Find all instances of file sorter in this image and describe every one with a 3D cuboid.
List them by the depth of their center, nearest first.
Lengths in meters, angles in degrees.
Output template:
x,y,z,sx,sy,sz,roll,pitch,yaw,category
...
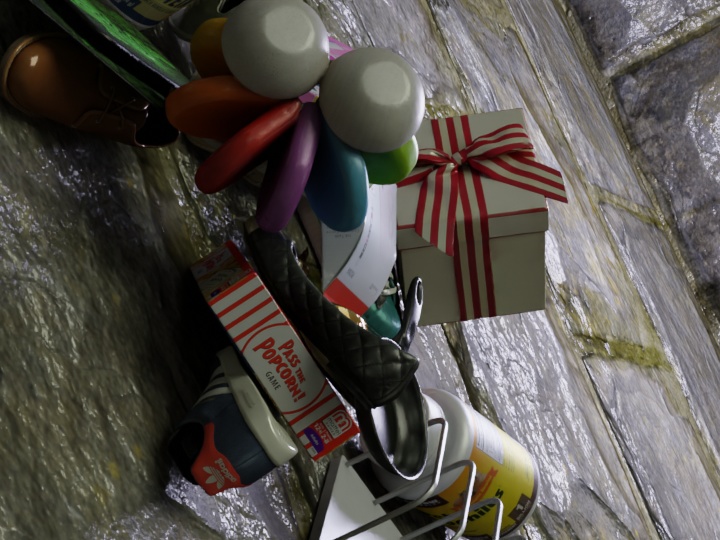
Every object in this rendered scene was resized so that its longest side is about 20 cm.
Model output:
x,y,z,sx,sy,sz,roll,pitch,yaw,category
0.068,0.253,1.426,0.200,0.124,0.139,56,22,-18,file sorter

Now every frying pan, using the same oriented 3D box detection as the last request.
x,y,z,sx,sy,sz,roll,pitch,yaw,category
0.022,0.077,1.326,0.115,0.031,0.191,38,42,-57,frying pan

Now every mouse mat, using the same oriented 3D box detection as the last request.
x,y,z,sx,sy,sz,roll,pitch,yaw,category
-0.218,-0.191,1.332,0.161,0.008,0.200,40,5,-13,mouse mat
-0.201,-0.199,1.369,0.161,0.008,0.200,45,8,30,mouse mat

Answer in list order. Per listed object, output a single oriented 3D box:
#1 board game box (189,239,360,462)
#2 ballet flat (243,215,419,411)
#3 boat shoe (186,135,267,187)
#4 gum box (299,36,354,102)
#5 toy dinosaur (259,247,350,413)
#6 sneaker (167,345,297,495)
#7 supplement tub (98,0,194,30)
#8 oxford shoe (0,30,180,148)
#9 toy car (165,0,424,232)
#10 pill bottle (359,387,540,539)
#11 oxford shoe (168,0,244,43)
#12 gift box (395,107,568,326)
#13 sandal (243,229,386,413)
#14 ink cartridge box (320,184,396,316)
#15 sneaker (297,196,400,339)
x,y,z,sx,sy,sz,roll,pitch,yaw,category
-0.074,0.060,1.333,0.152,0.046,0.200,57,-4,-13,board game box
-0.027,0.027,1.271,0.200,0.057,0.066,50,-3,27,ballet flat
-0.089,-0.109,1.581,0.200,0.065,0.072,9,31,-42,boat shoe
-0.054,-0.177,1.590,0.113,0.066,0.200,26,24,-8,gum box
-0.062,0.044,1.484,0.200,0.060,0.106,72,5,-55,toy dinosaur
-0.110,0.118,1.265,0.075,0.084,0.200,57,-3,-12,sneaker
-0.162,-0.324,1.493,0.144,0.200,0.145,48,25,-31,supplement tub
-0.209,-0.140,1.307,0.071,0.071,0.200,28,6,27,oxford shoe
-0.057,-0.104,1.271,0.200,0.175,0.150,28,65,-9,toy car
0.083,0.182,1.570,0.200,0.109,0.109,38,31,-47,pill bottle
-0.127,-0.242,1.550,0.200,0.075,0.058,30,-42,60,oxford shoe
0.121,-0.056,1.773,0.187,0.184,0.200,82,-5,-46,gift box
-0.028,0.041,1.356,0.200,0.054,0.080,58,-4,0,sandal
0.000,0.000,1.492,0.163,0.057,0.201,44,40,-75,ink cartridge box
0.002,-0.025,1.675,0.200,0.080,0.071,64,20,5,sneaker
